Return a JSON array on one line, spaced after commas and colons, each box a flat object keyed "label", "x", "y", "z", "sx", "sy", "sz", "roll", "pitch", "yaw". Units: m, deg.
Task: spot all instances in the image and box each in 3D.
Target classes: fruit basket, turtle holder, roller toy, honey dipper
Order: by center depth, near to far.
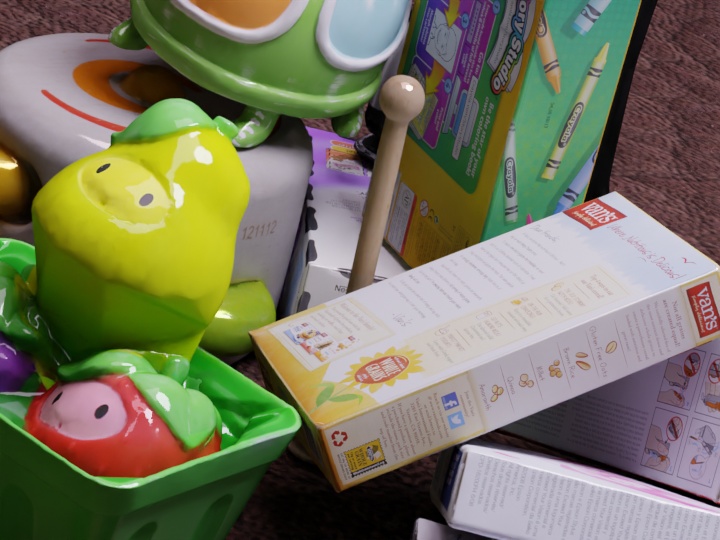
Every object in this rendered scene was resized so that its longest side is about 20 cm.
[{"label": "fruit basket", "x": -0.125, "y": 0.025, "z": 1.232, "sx": 0.215, "sy": 0.217, "sz": 0.155, "roll": 30, "pitch": 27, "yaw": 30}, {"label": "honey dipper", "x": 0.000, "y": 0.000, "z": 1.360, "sx": 0.038, "sy": 0.201, "sz": 0.038, "roll": 10, "pitch": 20, "yaw": -4}, {"label": "turtle holder", "x": -0.026, "y": -0.150, "z": 1.432, "sx": 0.185, "sy": 0.132, "sz": 0.141, "roll": 4, "pitch": 33, "yaw": -37}, {"label": "roller toy", "x": -0.124, "y": -0.043, "z": 1.457, "sx": 0.199, "sy": 0.140, "sz": 0.183, "roll": 16, "pitch": 23, "yaw": 3}]

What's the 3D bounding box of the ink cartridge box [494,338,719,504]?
[{"label": "ink cartridge box", "x": 0.191, "y": 0.074, "z": 1.366, "sx": 0.175, "sy": 0.084, "sz": 0.200, "roll": 16, "pitch": -1, "yaw": -31}]

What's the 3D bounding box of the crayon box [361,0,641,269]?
[{"label": "crayon box", "x": 0.071, "y": -0.088, "z": 1.421, "sx": 0.058, "sy": 0.201, "sz": 0.119, "roll": -1, "pitch": 29, "yaw": -29}]

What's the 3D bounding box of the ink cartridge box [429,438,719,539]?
[{"label": "ink cartridge box", "x": 0.134, "y": 0.120, "z": 1.286, "sx": 0.199, "sy": 0.044, "sz": 0.196, "roll": 14, "pitch": -2, "yaw": -1}]

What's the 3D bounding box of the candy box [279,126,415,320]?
[{"label": "candy box", "x": 0.041, "y": 0.003, "z": 1.544, "sx": 0.167, "sy": 0.072, "sz": 0.200, "roll": 13, "pitch": 23, "yaw": -7}]

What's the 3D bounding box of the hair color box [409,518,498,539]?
[{"label": "hair color box", "x": 0.108, "y": 0.181, "z": 1.199, "sx": 0.199, "sy": 0.065, "sz": 0.109, "roll": 17, "pitch": 23, "yaw": -2}]

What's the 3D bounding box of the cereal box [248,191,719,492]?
[{"label": "cereal box", "x": 0.058, "y": 0.029, "z": 1.292, "sx": 0.199, "sy": 0.040, "sz": 0.144, "roll": -20, "pitch": 20, "yaw": -8}]

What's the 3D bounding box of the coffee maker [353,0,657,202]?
[{"label": "coffee maker", "x": 0.111, "y": -0.129, "z": 1.539, "sx": 0.191, "sy": 0.201, "sz": 0.135, "roll": 21, "pitch": 23, "yaw": 14}]
